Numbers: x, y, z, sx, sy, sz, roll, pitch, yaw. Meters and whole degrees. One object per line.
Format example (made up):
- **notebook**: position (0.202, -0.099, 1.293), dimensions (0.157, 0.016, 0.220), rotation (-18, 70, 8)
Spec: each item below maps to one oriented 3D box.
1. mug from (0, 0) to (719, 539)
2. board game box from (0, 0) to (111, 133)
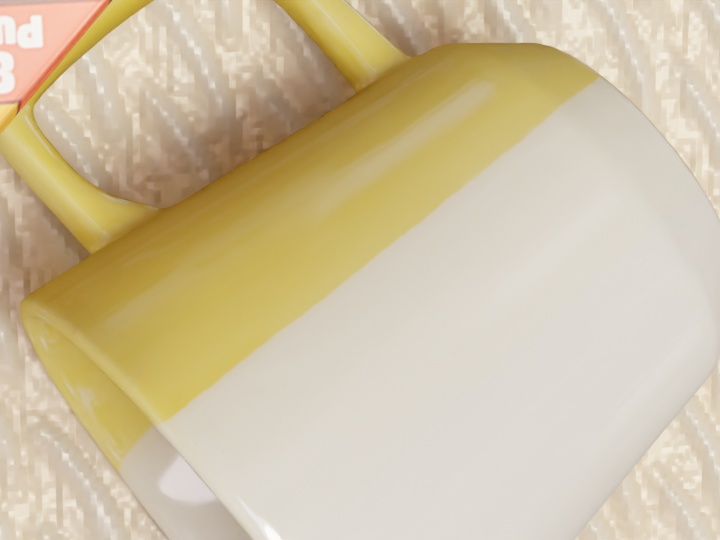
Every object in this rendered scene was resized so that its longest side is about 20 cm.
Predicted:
- **mug**: position (0.006, 0.006, 0.747), dimensions (0.153, 0.149, 0.187), rotation (-40, 118, -11)
- **board game box**: position (-0.100, -0.182, 0.618), dimensions (0.200, 0.200, 0.200), rotation (40, 95, -19)
